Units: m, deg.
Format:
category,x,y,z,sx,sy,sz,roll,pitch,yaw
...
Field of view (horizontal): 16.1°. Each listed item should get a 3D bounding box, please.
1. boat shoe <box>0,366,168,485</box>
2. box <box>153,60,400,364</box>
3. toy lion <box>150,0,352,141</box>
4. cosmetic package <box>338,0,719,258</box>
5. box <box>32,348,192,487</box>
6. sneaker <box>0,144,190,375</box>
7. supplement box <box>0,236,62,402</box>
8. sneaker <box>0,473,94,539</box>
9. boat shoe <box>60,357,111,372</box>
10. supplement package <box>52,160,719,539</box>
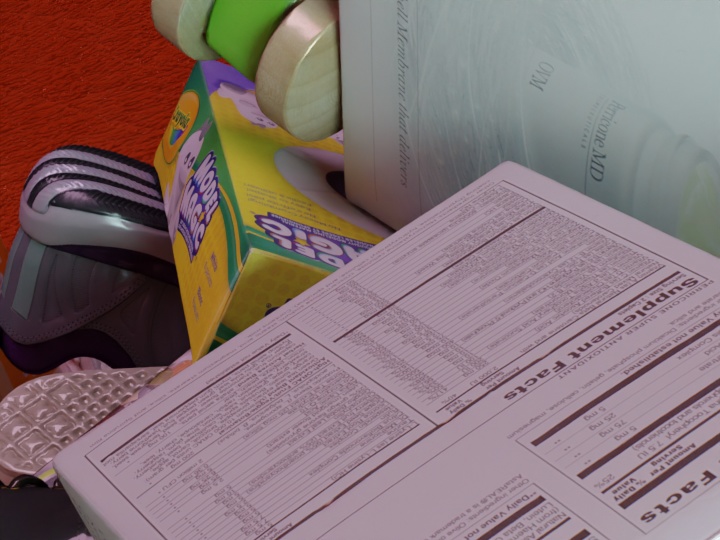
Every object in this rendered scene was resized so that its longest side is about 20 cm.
category,x,y,z,sx,sy,sz,roll,pitch,yaw
boat shoe,-0.026,0.071,0.854,0.199,0.062,0.075,-1,43,7
box,0.000,0.000,0.809,0.117,0.048,0.200,19,21,-17
toy lion,0.030,-0.140,0.790,0.069,0.192,0.200,39,29,28
cosmetic package,0.101,-0.076,0.704,0.200,0.200,0.123,32,52,32
box,-0.077,0.112,0.755,0.110,0.035,0.200,33,58,31
sneaker,-0.036,0.024,0.908,0.200,0.088,0.074,19,20,-18
supplement box,-0.181,0.083,0.873,0.073,0.126,0.200,-7,27,33
sneaker,-0.098,0.076,0.715,0.200,0.075,0.106,-24,46,-20
boat shoe,-0.092,0.014,1.008,0.074,0.086,0.202,-24,22,-10
supplement package,0.049,0.093,0.604,0.150,0.152,0.200,-33,25,-13
